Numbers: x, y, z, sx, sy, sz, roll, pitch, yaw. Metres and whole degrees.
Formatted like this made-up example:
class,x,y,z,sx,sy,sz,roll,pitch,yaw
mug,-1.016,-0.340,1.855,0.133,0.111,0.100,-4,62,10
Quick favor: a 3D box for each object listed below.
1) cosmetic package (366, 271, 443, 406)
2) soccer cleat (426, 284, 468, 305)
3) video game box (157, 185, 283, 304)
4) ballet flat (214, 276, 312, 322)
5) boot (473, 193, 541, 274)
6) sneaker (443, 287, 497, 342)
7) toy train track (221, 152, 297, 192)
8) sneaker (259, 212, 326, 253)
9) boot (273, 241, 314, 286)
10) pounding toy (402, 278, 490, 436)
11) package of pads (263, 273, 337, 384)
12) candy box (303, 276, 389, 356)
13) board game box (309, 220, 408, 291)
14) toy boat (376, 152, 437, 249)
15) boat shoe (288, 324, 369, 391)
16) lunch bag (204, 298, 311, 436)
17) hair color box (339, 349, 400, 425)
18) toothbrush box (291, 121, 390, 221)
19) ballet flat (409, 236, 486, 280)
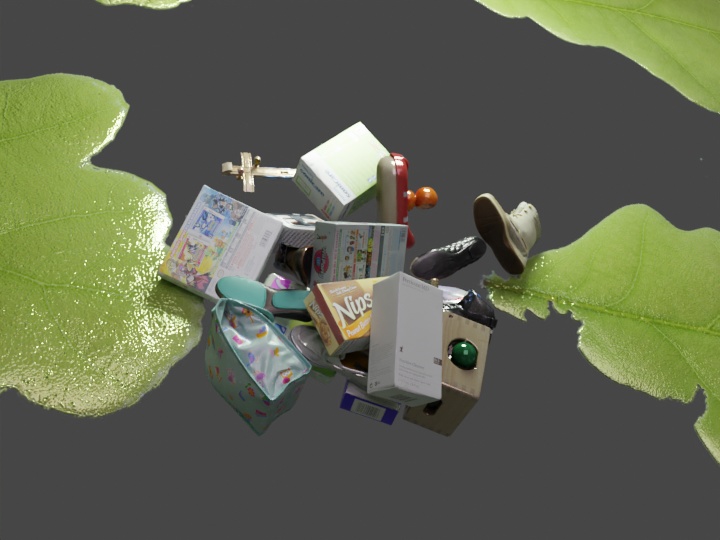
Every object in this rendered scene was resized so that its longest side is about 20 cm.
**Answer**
class,x,y,z,sx,sy,sz,roll,pitch,yaw
cosmetic package,0.079,0.120,1.339,0.111,0.080,0.205,19,63,-34
soccer cleat,0.160,0.060,1.624,0.195,0.070,0.074,13,27,-1
video game box,-0.272,-0.040,1.529,0.179,0.047,0.203,25,71,0
ballet flat,-0.170,0.063,1.420,0.195,0.069,0.069,12,54,-6
boot,0.335,-0.114,1.751,0.202,0.071,0.155,57,47,-19
sneaker,0.180,0.078,1.560,0.196,0.073,0.114,24,90,10
toy train track,-0.209,-0.227,1.732,0.195,0.033,0.117,1,54,-18
sneaker,-0.146,-0.078,1.615,0.195,0.080,0.080,13,23,6
boot,-0.134,-0.014,1.514,0.095,0.200,0.077,15,80,6
pounding toy,0.151,0.162,1.445,0.139,0.202,0.187,20,50,-3
package of pads,-0.117,0.108,1.492,0.196,0.069,0.156,23,52,0
candy box,0.005,0.078,1.403,0.197,0.055,0.117,-6,57,-44
board game box,-0.001,-0.018,1.501,0.063,0.152,0.197,12,9,44
toy boat,0.102,-0.148,1.667,0.127,0.205,0.131,-3,18,-6
boat shoe,-0.038,0.149,1.400,0.197,0.070,0.072,30,56,3
lunch bag,-0.194,0.159,1.361,0.121,0.172,0.200,-35,72,-33
hair color box,0.038,0.180,1.489,0.107,0.065,0.203,18,50,-2
toothbrush box,-0.031,-0.218,1.739,0.146,0.086,0.199,46,54,9
ballet flat,0.191,-0.024,1.706,0.196,0.057,0.068,-18,96,-24
